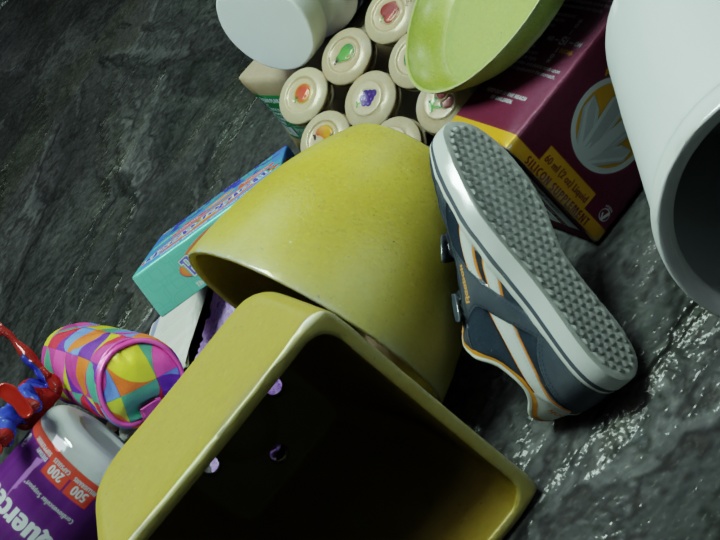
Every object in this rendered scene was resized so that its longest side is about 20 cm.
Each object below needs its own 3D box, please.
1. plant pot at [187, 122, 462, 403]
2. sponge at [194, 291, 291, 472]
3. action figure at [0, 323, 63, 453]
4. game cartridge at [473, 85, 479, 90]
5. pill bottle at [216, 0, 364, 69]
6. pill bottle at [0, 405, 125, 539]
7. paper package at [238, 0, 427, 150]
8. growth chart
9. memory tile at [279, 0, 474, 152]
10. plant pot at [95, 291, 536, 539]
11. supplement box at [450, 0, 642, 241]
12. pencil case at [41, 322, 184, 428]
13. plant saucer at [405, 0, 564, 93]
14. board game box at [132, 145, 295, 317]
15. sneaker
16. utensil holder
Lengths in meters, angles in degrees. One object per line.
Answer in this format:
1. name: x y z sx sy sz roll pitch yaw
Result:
1. plant pot: 0.002 -0.016 0.885 0.200 0.200 0.142 9 65 56
2. sponge: -0.099 0.095 1.027 0.200 0.030 0.112 -117 42 -59
3. action figure: -0.307 0.096 1.079 0.065 0.099 0.200 -49 2 -3
4. game cartridge: 0.105 -0.170 1.002 0.130 0.038 0.201 -119 38 -56
5. pill bottle: -0.038 -0.275 1.110 0.116 0.116 0.200 -12 40 47
6. pill bottle: -0.280 0.220 1.086 0.200 0.112 0.112 -49 30 -1
7. paper package: 0.016 -0.204 1.174 0.191 0.104 0.200 -50 29 -18
8. growth chart: -0.184 0.075 1.208 0.145 0.018 0.200 -34 31 42
9. memory tile: 0.018 -0.116 1.003 0.153 0.017 0.200 -39 58 20
10. plant pot: -0.050 0.129 0.821 0.196 0.194 0.200 -50 25 -3
11. supplement box: 0.173 -0.136 0.900 0.200 0.110 0.086 -51 30 -4
12. pencil case: -0.225 0.093 1.150 0.089 0.088 0.200 -57 22 -14
13. plant saucer: 0.102 -0.211 0.906 0.200 0.031 0.200 -46 31 37
14. board game box: -0.116 -0.041 1.122 0.152 0.045 0.200 -35 11 5
15. sneaker: 0.088 0.004 0.806 0.079 0.078 0.200 -44 66 38
16. utensil holder: 0.230 -0.092 0.719 0.170 0.170 0.200 -35 30 22
